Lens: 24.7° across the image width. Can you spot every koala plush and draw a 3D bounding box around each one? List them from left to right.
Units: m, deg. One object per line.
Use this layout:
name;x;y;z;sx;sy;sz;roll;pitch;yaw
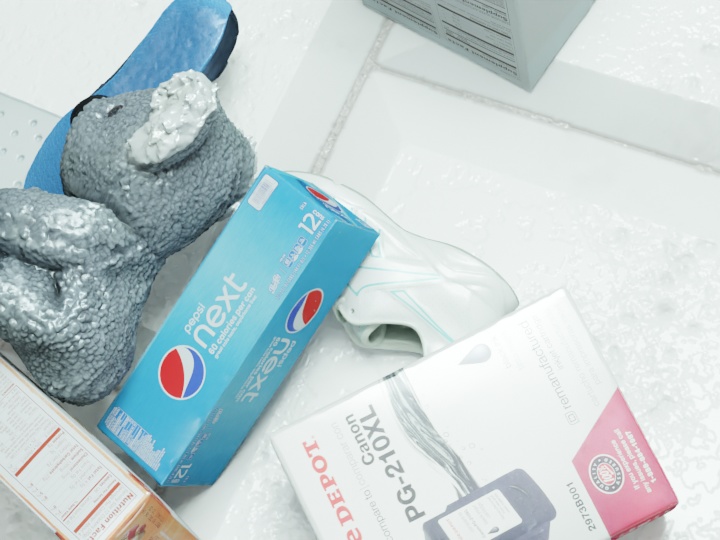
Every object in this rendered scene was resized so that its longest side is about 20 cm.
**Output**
koala plush;-0.153;-0.038;1.024;0.200;0.177;0.184;-38;72;-5

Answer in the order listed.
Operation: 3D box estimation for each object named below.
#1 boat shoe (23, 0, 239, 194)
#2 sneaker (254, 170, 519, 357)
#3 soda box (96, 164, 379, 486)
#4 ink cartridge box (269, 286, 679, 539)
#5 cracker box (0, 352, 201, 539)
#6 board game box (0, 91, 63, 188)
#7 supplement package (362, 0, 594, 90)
boat shoe;-0.148;-0.101;1.146;0.200;0.069;0.084;-43;77;4
sneaker;0.000;0.000;1.074;0.200;0.070;0.080;29;77;20
soda box;-0.077;0.038;1.036;0.064;0.068;0.200;38;100;23
ink cartridge box;0.065;0.122;0.983;0.200;0.084;0.145;-27;78;-2
cracker box;-0.194;0.116;1.023;0.200;0.134;0.058;39;78;23
board game box;-0.331;-0.052;1.184;0.200;0.026;0.200;22;73;20
supplement package;0.083;-0.256;1.098;0.150;0.200;0.152;30;74;22
